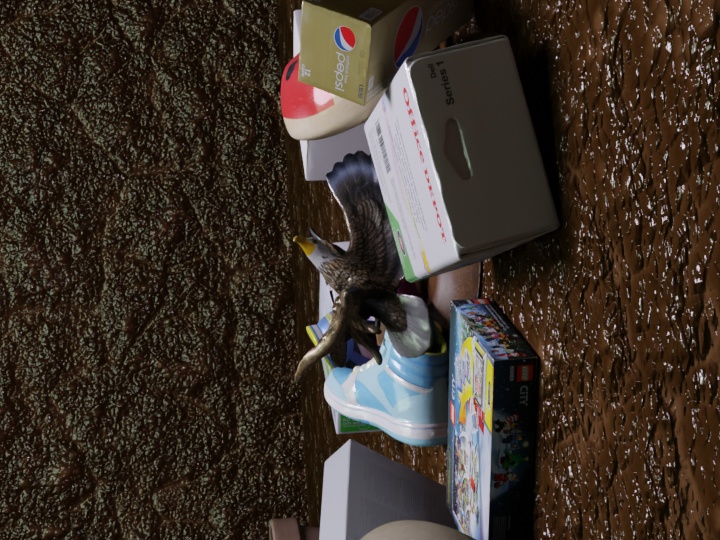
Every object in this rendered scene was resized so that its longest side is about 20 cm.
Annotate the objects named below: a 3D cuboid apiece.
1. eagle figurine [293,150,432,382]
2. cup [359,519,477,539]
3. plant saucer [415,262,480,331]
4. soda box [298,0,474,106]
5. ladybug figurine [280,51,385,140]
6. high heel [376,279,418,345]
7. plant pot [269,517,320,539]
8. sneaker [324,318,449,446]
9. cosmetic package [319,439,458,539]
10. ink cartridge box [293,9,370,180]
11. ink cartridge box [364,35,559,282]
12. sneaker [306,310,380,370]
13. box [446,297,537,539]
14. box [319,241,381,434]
[{"bbox_3d":[-0.004,-0.005,1.088,0.201,0.149,0.152,-75,-35,-52],"label":"eagle figurine"},{"bbox_3d":[0.044,0.275,0.820,0.144,0.196,0.204,-120,28,-67],"label":"cup"},{"bbox_3d":[0.078,-0.035,1.062,0.200,0.036,0.205,176,90,-82],"label":"plant saucer"},{"bbox_3d":[0.028,-0.210,0.871,0.200,0.063,0.069,-45,-30,-45],"label":"soda box"},{"bbox_3d":[-0.015,-0.181,0.993,0.072,0.136,0.199,54,154,-17],"label":"ladybug figurine"},{"bbox_3d":[0.053,0.101,1.265,0.096,0.066,0.203,-57,-36,-45],"label":"high heel"},{"bbox_3d":[-0.047,0.475,1.639,0.200,0.171,0.205,177,90,-81],"label":"plant pot"},{"bbox_3d":[0.032,0.101,1.166,0.198,0.079,0.133,15,105,50],"label":"sneaker"},{"bbox_3d":[0.033,0.275,0.985,0.052,0.149,0.202,-46,27,36],"label":"cosmetic package"},{"bbox_3d":[-0.014,-0.225,1.309,0.127,0.126,0.202,95,169,-46],"label":"ink cartridge box"},{"bbox_3d":[0.072,-0.078,0.841,0.200,0.082,0.148,147,108,-80],"label":"ink cartridge box"},{"bbox_3d":[0.016,0.115,1.311,0.201,0.082,0.074,51,176,-39],"label":"sneaker"},{"bbox_3d":[0.108,0.142,0.908,0.137,0.037,0.204,-117,25,-70],"label":"box"},{"bbox_3d":[-0.003,0.086,1.452,0.201,0.095,0.179,-106,16,-58],"label":"box"}]
